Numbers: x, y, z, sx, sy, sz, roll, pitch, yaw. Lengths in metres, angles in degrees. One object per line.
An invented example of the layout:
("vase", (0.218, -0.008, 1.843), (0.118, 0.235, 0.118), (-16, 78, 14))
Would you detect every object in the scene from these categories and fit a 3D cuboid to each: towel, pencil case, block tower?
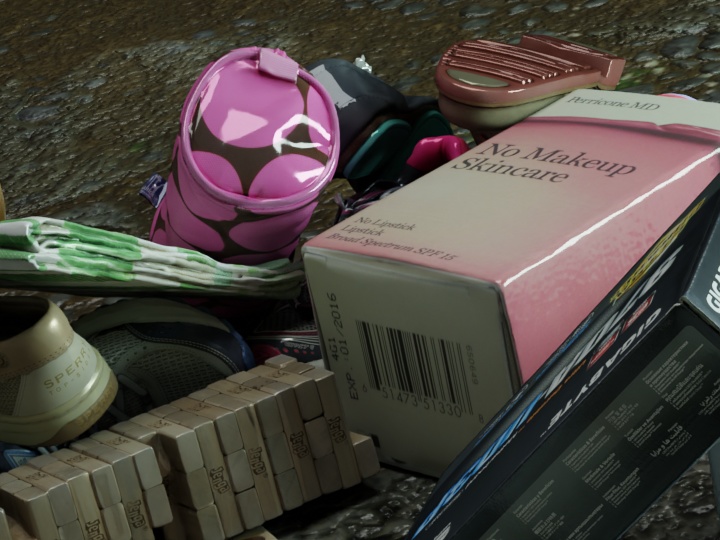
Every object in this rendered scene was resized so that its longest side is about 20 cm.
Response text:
("towel", (-0.137, -0.004, 1.197), (0.152, 0.024, 0.200), (-1, -5, 35))
("pencil case", (-0.059, -0.045, 1.292), (0.090, 0.094, 0.200), (26, -17, -3))
("block tower", (-0.093, 0.096, 1.131), (0.199, 0.058, 0.054), (-21, 15, -25))

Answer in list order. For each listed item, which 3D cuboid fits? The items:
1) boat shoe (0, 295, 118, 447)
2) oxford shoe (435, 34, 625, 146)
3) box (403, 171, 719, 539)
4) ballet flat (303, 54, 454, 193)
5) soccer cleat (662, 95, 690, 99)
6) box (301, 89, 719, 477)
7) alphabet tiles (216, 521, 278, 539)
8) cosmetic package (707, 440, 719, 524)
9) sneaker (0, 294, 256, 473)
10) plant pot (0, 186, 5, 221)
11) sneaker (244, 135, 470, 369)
("boat shoe", (-0.199, 0.032, 1.187), (0.199, 0.065, 0.071), (1, 43, 34))
("oxford shoe", (0.087, -0.077, 1.333), (0.070, 0.075, 0.200), (18, 13, 22))
("box", (0.086, 0.060, 0.980), (0.200, 0.046, 0.159), (-49, 2, 27))
("ballet flat", (0.002, -0.078, 1.389), (0.073, 0.074, 0.200), (-7, -5, 13))
("soccer cleat", (0.205, -0.050, 1.323), (0.076, 0.067, 0.200), (6, 4, -32))
("box", (0.091, 0.005, 1.195), (0.127, 0.110, 0.200), (10, 31, 44))
("alphabet tiles", (-0.044, 0.155, 1.042), (0.166, 0.008, 0.200), (-21, 24, -20))
("cosmetic package", (0.196, 0.054, 1.037), (0.071, 0.102, 0.200), (-3, 23, 22))
("sneaker", (-0.143, 0.075, 1.219), (0.199, 0.077, 0.085), (-14, 31, 15))
("plant pot", (-0.323, -0.021, 1.389), (0.199, 0.201, 0.183), (8, 44, 40))
("sneaker", (0.000, 0.000, 1.301), (0.080, 0.075, 0.200), (2, 27, 32))
